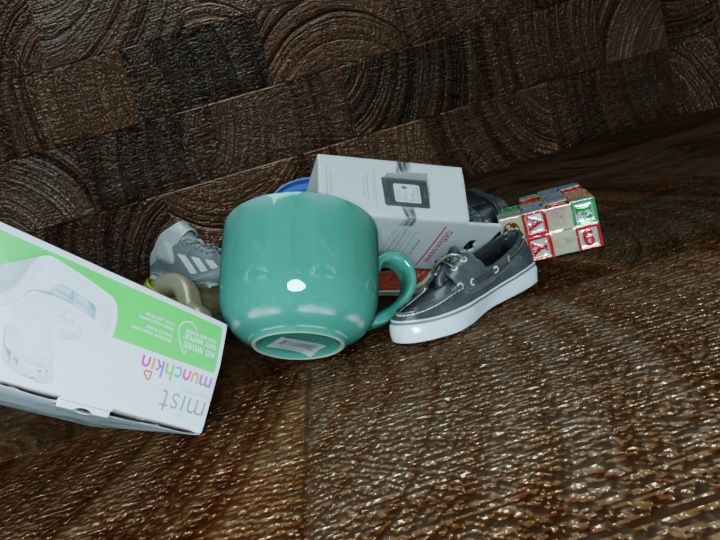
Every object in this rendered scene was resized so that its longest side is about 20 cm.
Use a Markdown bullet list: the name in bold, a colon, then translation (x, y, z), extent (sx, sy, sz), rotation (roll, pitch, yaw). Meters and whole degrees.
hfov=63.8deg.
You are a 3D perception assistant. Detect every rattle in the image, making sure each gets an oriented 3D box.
- **rattle**: translation (-0.196, 0.092, 0.701), extent (0.196, 0.144, 0.132), rotation (10, 56, 37)

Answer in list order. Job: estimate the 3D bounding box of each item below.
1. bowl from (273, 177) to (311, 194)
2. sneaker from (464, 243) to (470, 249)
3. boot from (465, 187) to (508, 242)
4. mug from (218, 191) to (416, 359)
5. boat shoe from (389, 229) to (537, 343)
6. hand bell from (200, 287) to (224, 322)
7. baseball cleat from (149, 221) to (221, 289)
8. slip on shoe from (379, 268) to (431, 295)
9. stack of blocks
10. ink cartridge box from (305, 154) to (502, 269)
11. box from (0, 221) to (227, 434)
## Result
- **bowl**: translation (-0.057, -0.061, 0.921), extent (0.197, 0.202, 0.040), rotation (-21, -25, -32)
- **sneaker**: translation (0.074, -0.044, 0.793), extent (0.080, 0.077, 0.198), rotation (-20, -24, 35)
- **boot**: translation (0.146, -0.082, 0.984), extent (0.154, 0.081, 0.211), rotation (-17, 9, -7)
- **mug**: translation (-0.042, 0.014, 0.540), extent (0.180, 0.117, 0.153), rotation (-5, -24, 10)
- **boat shoe**: translation (0.100, 0.008, 0.557), extent (0.197, 0.068, 0.069), rotation (-21, 10, -32)
- **hand bell**: translation (-0.148, 0.042, 0.809), extent (0.197, 0.107, 0.103), rotation (10, 24, 44)
- **baseball cleat**: translation (-0.214, -0.020, 0.781), extent (0.195, 0.109, 0.069), rotation (-11, -5, 21)
- **slip on shoe**: translation (0.000, 0.000, 0.747), extent (0.196, 0.062, 0.075), rotation (-9, 42, 35)
- **stack of blocks**: translation (0.247, -0.067, 0.775), extent (0.112, 0.060, 0.200), rotation (-14, 9, 18)
- **ink cartridge box**: translation (0.039, -0.057, 0.624), extent (0.195, 0.068, 0.116), rotation (2, -25, -16)
- **box**: translation (-0.239, 0.059, 0.446), extent (0.173, 0.099, 0.199), rotation (-10, -30, 38)
